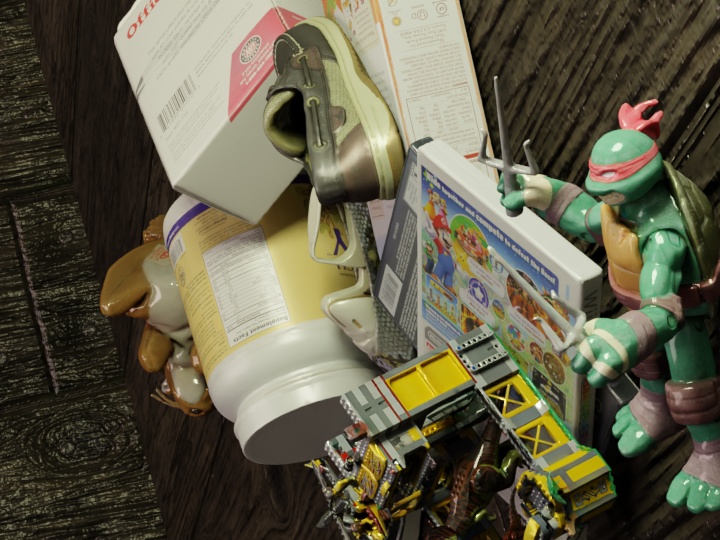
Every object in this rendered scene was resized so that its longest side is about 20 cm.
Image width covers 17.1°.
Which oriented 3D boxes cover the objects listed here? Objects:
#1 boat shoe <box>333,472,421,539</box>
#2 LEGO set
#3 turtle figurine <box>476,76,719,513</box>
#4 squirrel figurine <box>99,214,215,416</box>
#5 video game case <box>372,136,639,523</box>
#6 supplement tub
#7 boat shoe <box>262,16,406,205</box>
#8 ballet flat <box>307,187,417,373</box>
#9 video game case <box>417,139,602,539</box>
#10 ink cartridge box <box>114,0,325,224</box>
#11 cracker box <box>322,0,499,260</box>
[{"bbox_3d":[0.010,0.175,1.844,0.200,0.068,0.072,108,147,-67],"label":"boat shoe"},{"bbox_3d":[0.041,0.133,1.306,0.154,0.116,0.200,58,153,15],"label":"LEGO set"},{"bbox_3d":[0.122,0.006,1.089,0.150,0.100,0.200,-95,-16,-61],"label":"turtle figurine"},{"bbox_3d":[-0.174,0.046,2.471,0.200,0.141,0.187,-96,-9,-53],"label":"squirrel figurine"},{"bbox_3d":[0.078,0.040,1.354,0.200,0.019,0.143,51,151,25],"label":"video game case"},{"bbox_3d":[-0.058,0.031,1.817,0.146,0.145,0.201,103,151,-64],"label":"supplement tub"},{"bbox_3d":[-0.028,-0.098,1.458,0.201,0.066,0.072,-123,24,-56],"label":"boat shoe"},{"bbox_3d":[0.000,0.000,1.706,0.072,0.072,0.201,-149,47,-73],"label":"ballet flat"},{"bbox_3d":[0.079,0.044,1.316,0.143,0.018,0.201,42,146,40],"label":"video game case"},{"bbox_3d":[-0.091,-0.156,1.763,0.147,0.083,0.200,-50,38,21],"label":"ink cartridge box"},{"bbox_3d":[0.034,-0.091,1.478,0.134,0.057,0.201,178,80,-77],"label":"cracker box"}]
